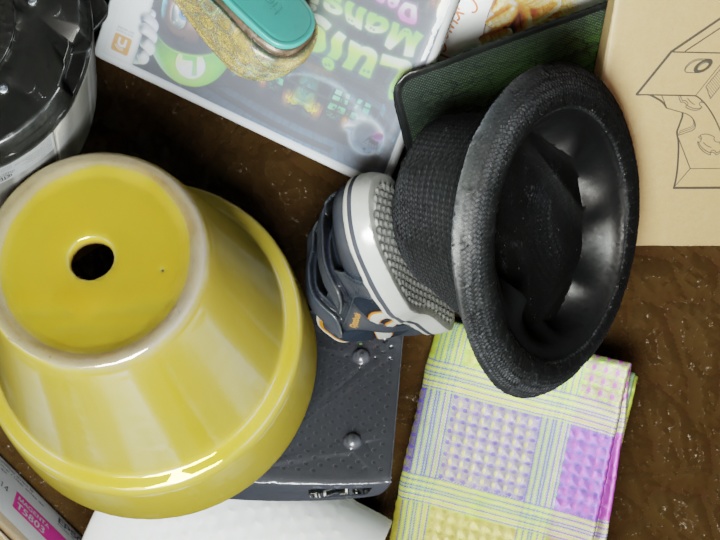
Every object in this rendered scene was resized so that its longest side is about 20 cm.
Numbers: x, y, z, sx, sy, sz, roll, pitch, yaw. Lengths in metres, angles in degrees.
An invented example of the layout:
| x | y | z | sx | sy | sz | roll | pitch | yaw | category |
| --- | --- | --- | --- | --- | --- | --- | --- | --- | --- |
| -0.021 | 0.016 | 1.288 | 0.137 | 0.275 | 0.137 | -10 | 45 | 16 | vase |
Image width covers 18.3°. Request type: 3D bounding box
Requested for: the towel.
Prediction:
| x | y | z | sx | sy | sz | roll | pitch | yaw | category |
| --- | --- | --- | --- | --- | --- | --- | --- | --- | --- |
| 0.096 | 0.139 | 1.459 | 0.143 | 0.023 | 0.201 | 13 | 105 | 15 | towel |

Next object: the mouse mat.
| x | y | z | sx | sy | sz | roll | pitch | yaw | category |
| --- | --- | --- | --- | --- | --- | --- | --- | --- | --- |
| 0.126 | -0.082 | 1.345 | 0.199 | 0.008 | 0.162 | -20 | 126 | -5 | mouse mat |

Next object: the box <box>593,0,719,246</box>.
| x | y | z | sx | sy | sz | roll | pitch | yaw | category |
| --- | --- | --- | --- | --- | --- | --- | --- | --- | --- |
| 0.214 | -0.104 | 1.339 | 0.162 | 0.021 | 0.201 | -1 | 123 | -15 | box |

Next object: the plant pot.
| x | y | z | sx | sy | sz | roll | pitch | yaw | category |
| --- | --- | --- | --- | --- | --- | --- | --- | --- | --- |
| -0.136 | 0.025 | 1.307 | 0.199 | 0.202 | 0.189 | -5 | 158 | 5 | plant pot |

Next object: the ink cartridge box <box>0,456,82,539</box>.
| x | y | z | sx | sy | sz | roll | pitch | yaw | category |
| --- | --- | --- | --- | --- | --- | --- | --- | --- | --- |
| -0.284 | 0.208 | 1.522 | 0.164 | 0.075 | 0.200 | -36 | 109 | 17 | ink cartridge box |

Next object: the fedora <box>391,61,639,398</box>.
| x | y | z | sx | sy | sz | roll | pitch | yaw | category |
| --- | --- | --- | --- | --- | --- | --- | --- | --- | --- |
| 0.081 | -0.028 | 1.290 | 0.091 | 0.200 | 0.202 | 15 | 123 | 35 | fedora |

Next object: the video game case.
| x | y | z | sx | sy | sz | roll | pitch | yaw | category |
| --- | --- | --- | --- | --- | --- | --- | --- | --- | --- |
| -0.043 | -0.168 | 1.316 | 0.199 | 0.023 | 0.183 | 25 | 116 | 8 | video game case |

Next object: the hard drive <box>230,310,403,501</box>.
| x | y | z | sx | sy | sz | roll | pitch | yaw | category |
| --- | --- | --- | --- | --- | --- | --- | --- | --- | --- |
| -0.075 | 0.085 | 1.424 | 0.198 | 0.136 | 0.042 | 4 | 142 | 3 | hard drive |

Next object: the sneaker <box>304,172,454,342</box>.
| x | y | z | sx | sy | sz | roll | pitch | yaw | category |
| --- | --- | --- | --- | --- | --- | --- | --- | --- | --- |
| 0.000 | 0.000 | 1.354 | 0.079 | 0.079 | 0.200 | -6 | 160 | 13 | sneaker |

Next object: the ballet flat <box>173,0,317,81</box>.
| x | y | z | sx | sy | sz | roll | pitch | yaw | category |
| --- | --- | --- | --- | --- | --- | --- | --- | --- | --- |
| -0.105 | -0.189 | 1.288 | 0.071 | 0.071 | 0.200 | -40 | 91 | 20 | ballet flat |

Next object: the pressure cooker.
| x | y | z | sx | sy | sz | roll | pitch | yaw | category |
| --- | --- | --- | --- | --- | --- | --- | --- | --- | --- |
| -0.239 | -0.113 | 1.290 | 0.175 | 0.200 | 0.180 | 5 | 78 | -4 | pressure cooker |

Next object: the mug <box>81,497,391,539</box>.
| x | y | z | sx | sy | sz | roll | pitch | yaw | category |
| --- | --- | --- | --- | --- | --- | --- | --- | --- | --- |
| -0.077 | 0.167 | 1.465 | 0.175 | 0.148 | 0.201 | 27 | 85 | 2 | mug |

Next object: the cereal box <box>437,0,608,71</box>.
| x | y | z | sx | sy | sz | roll | pitch | yaw | category |
| --- | --- | --- | --- | --- | --- | --- | --- | --- | --- |
| 0.080 | -0.162 | 1.339 | 0.199 | 0.040 | 0.144 | 23 | 116 | -8 | cereal box |
